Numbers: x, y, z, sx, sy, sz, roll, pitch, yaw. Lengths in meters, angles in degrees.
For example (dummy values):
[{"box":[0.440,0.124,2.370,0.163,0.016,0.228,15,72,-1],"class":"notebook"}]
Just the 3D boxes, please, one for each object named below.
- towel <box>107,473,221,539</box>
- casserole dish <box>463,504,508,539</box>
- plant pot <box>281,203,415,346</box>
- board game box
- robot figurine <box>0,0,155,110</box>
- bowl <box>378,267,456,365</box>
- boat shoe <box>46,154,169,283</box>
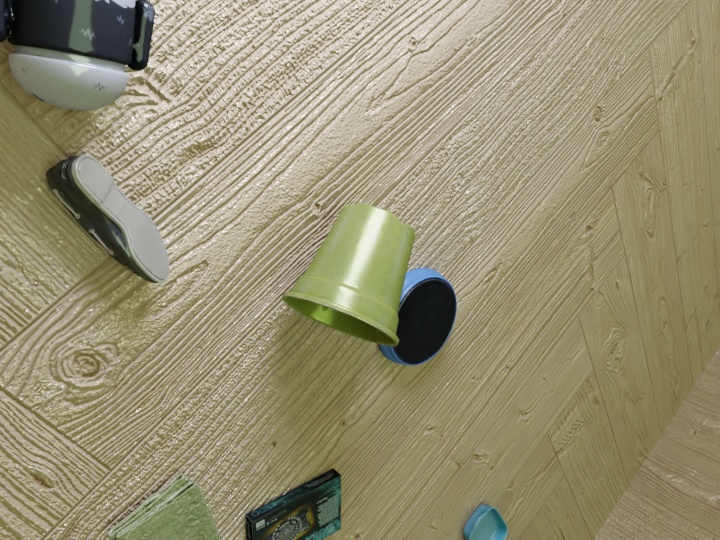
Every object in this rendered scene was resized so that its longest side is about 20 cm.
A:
[{"box":[-0.303,0.434,0.965,0.148,0.036,0.201,-32,123,-29],"class":"towel"},{"box":[0.332,0.700,1.608,0.121,0.039,0.200,-45,129,-18],"class":"casserole dish"},{"box":[0.000,0.000,0.978,0.200,0.200,0.185,35,71,-42],"class":"plant pot"},{"box":[-0.122,0.478,1.141,0.199,0.028,0.136,-15,115,-37],"class":"board game box"},{"box":[-0.307,-0.275,0.643,0.149,0.125,0.201,7,103,-11],"class":"robot figurine"},{"box":[0.117,0.096,1.200,0.200,0.039,0.202,-16,116,-36],"class":"bowl"},{"box":[-0.316,-0.060,0.767,0.067,0.057,0.201,-76,150,-43],"class":"boat shoe"}]
